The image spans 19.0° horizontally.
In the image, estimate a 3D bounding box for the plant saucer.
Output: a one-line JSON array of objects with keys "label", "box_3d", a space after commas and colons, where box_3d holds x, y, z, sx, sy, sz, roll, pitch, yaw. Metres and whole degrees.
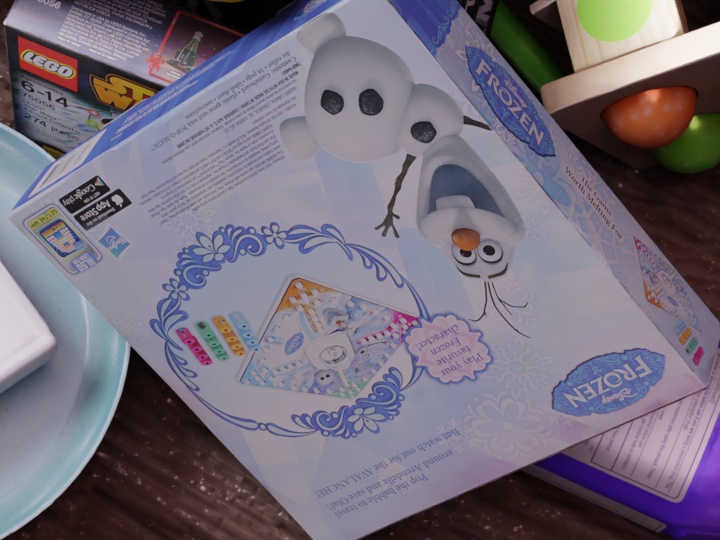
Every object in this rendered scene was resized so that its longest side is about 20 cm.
[{"label": "plant saucer", "box_3d": [-0.195, 0.026, 0.888, 0.200, 0.027, 0.200, 2, 72, -6]}]

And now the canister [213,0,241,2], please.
[{"label": "canister", "box_3d": [-0.093, -0.168, 0.826, 0.200, 0.087, 0.149, 9, 38, 31]}]

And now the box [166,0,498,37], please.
[{"label": "box", "box_3d": [-0.026, -0.178, 0.900, 0.198, 0.050, 0.200, 22, 111, 21]}]

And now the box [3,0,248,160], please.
[{"label": "box", "box_3d": [-0.048, -0.049, 0.898, 0.200, 0.137, 0.040, 21, 66, 3]}]

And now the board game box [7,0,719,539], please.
[{"label": "board game box", "box_3d": [0.000, 0.000, 0.829, 0.199, 0.200, 0.043, 49, 37, -18]}]

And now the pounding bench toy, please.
[{"label": "pounding bench toy", "box_3d": [0.110, -0.118, 0.935, 0.200, 0.124, 0.156, -18, 74, 24]}]

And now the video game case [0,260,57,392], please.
[{"label": "video game case", "box_3d": [-0.253, 0.014, 0.858, 0.200, 0.024, 0.182, -35, 81, -16]}]

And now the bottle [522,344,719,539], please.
[{"label": "bottle", "box_3d": [0.138, 0.070, 0.914, 0.200, 0.065, 0.084, 24, 74, 3]}]
